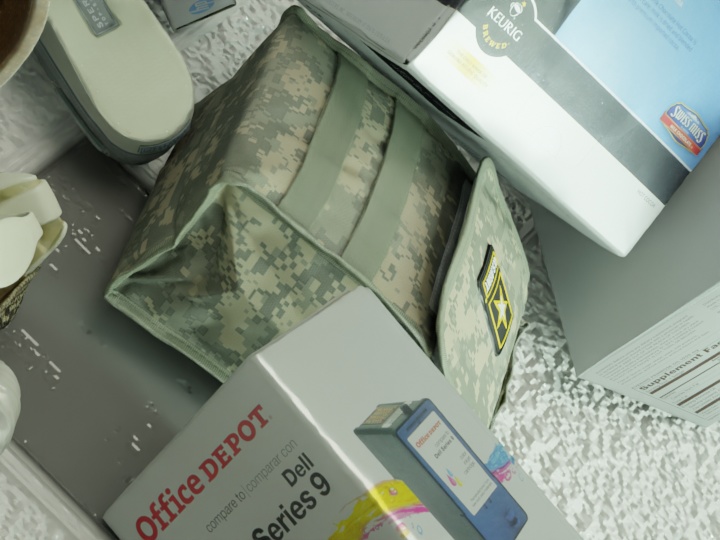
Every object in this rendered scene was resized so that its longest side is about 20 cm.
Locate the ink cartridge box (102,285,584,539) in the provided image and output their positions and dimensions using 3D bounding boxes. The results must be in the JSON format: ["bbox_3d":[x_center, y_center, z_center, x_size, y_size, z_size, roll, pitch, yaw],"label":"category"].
[{"bbox_3d":[0.005,0.129,1.195,0.200,0.145,0.088,51,42,7],"label":"ink cartridge box"}]

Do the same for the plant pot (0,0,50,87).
[{"bbox_3d":[-0.224,-0.175,1.040,0.200,0.200,0.198,12,52,-31],"label":"plant pot"}]

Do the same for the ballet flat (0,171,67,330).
[{"bbox_3d":[-0.164,-0.005,1.182,0.068,0.075,0.200,51,18,-12],"label":"ballet flat"}]

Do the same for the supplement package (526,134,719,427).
[{"bbox_3d":[0.180,-0.048,1.466,0.111,0.156,0.200,23,43,-41],"label":"supplement package"}]

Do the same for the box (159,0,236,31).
[{"bbox_3d":[-0.119,-0.230,1.373,0.041,0.200,0.156,-23,70,-1],"label":"box"}]

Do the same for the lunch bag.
[{"bbox_3d":[0.000,0.000,1.325,0.200,0.118,0.164,39,34,-14],"label":"lunch bag"}]

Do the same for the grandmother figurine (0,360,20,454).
[{"bbox_3d":[-0.210,0.084,1.124,0.121,0.061,0.200,43,39,13],"label":"grandmother figurine"}]

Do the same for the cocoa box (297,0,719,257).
[{"bbox_3d":[0.081,-0.125,1.358,0.200,0.131,0.133,38,0,-44],"label":"cocoa box"}]

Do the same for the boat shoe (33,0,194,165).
[{"bbox_3d":[-0.148,-0.139,1.354,0.070,0.072,0.201,-25,82,-22],"label":"boat shoe"}]
